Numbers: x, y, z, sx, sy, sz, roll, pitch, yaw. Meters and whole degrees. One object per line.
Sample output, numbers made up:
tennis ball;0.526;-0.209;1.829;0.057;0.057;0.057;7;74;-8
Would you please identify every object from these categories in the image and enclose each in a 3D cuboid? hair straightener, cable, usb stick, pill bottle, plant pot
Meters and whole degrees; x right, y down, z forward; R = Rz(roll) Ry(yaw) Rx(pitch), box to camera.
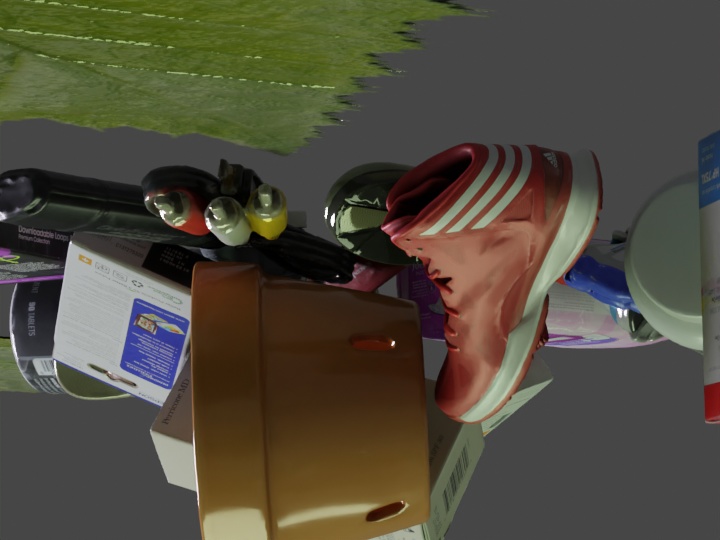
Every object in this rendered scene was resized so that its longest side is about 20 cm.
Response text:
hair straightener;0.000;0.000;1.777;0.077;0.041;0.200;-48;180;-35
cable;-0.069;-0.018;1.629;0.097;0.050;0.200;-2;159;18
usb stick;-0.147;-0.038;1.664;0.055;0.033;0.200;-14;166;37
pill bottle;0.222;-0.003;1.627;0.110;0.111;0.200;-2;173;17
pill bottle;-0.153;0.037;2.001;0.199;0.107;0.106;-3;173;22
plant pot;-0.029;0.092;1.658;0.140;0.201;0.200;-2;174;-1

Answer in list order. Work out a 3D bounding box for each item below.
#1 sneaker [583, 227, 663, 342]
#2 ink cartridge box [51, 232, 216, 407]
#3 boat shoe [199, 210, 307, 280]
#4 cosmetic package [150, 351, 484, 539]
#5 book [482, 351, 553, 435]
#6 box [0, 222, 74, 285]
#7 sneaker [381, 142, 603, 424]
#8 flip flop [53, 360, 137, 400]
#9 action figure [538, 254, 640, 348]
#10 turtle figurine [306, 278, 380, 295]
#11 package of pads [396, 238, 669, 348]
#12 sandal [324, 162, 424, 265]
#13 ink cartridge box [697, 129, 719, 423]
sneaker;0.222;-0.004;1.893;0.087;0.075;0.200;34;-158;33
ink cartridge box;-0.156;0.029;1.813;0.094;0.037;0.200;24;151;1
boat shoe;-0.072;-0.003;1.833;0.073;0.062;0.200;-2;175;-9
cosmetic package;-0.027;0.113;1.796;0.199;0.104;0.073;15;150;18
book;0.033;0.130;1.917;0.200;0.048;0.134;-38;170;28
box;-0.265;-0.017;1.829;0.143;0.036;0.200;-5;174;26
sneaker;0.054;0.000;1.558;0.115;0.200;0.078;12;-147;-17
flip flop;-0.135;0.061;1.906;0.199;0.081;0.058;-3;-154;25
action figure;0.143;0.028;1.769;0.200;0.099;0.065;27;172;12
turtle figurine;-0.013;0.052;1.925;0.064;0.162;0.200;15;179;-14
package of pads;0.135;0.015;1.952;0.200;0.076;0.120;6;169;-42
sandal;0.057;-0.033;1.607;0.201;0.080;0.057;21;-155;-41
ink cartridge box;0.250;0.023;1.460;0.116;0.201;0.067;1;173;-12
